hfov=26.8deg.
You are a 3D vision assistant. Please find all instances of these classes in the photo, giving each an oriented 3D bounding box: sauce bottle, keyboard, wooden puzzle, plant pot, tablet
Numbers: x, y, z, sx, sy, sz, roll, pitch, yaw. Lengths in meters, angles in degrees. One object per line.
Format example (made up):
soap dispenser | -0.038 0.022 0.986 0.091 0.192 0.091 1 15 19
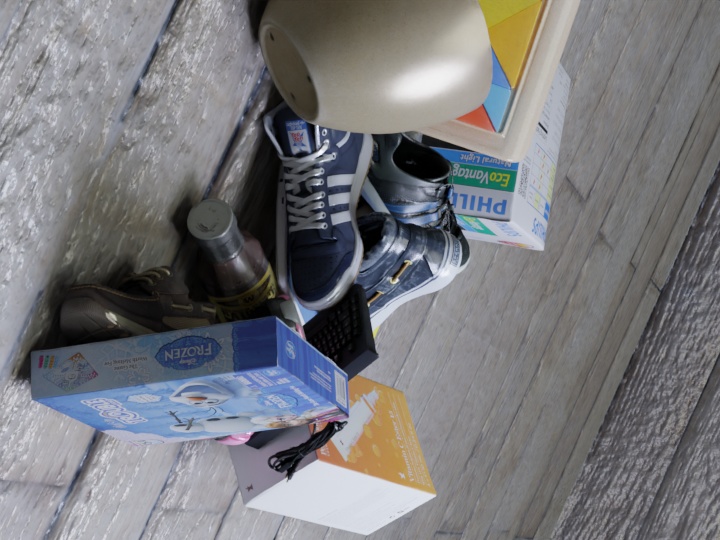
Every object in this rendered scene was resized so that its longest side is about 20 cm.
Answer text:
sauce bottle | -0.110 0.006 1.334 0.066 0.066 0.200 -59 157 -19
keyboard | -0.049 0.108 1.347 0.021 0.128 0.200 11 144 -34
wooden puzzle | 0.092 -0.214 1.422 0.037 0.199 0.186 -93 -159 -75
plant pot | -0.004 -0.191 1.243 0.134 0.200 0.201 -31 146 -19
tablet | -0.057 0.000 1.450 0.200 0.014 0.131 73 15 -61

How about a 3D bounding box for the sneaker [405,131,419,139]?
sneaker | 0.055 -0.229 1.492 0.099 0.078 0.201 -51 160 -74

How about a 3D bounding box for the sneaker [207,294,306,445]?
sneaker | -0.117 0.094 1.331 0.095 0.079 0.200 1 142 -33

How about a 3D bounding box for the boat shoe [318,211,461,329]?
boat shoe | 0.000 0.000 1.419 0.200 0.091 0.071 -32 -135 46

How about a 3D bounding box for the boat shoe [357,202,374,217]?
boat shoe | 0.026 -0.026 1.571 0.072 0.068 0.200 -46 173 13

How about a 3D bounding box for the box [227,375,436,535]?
box | -0.032 0.173 1.493 0.097 0.125 0.200 -33 147 25

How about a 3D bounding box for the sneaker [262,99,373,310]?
sneaker | -0.044 -0.072 1.329 0.109 0.070 0.201 50 41 -50

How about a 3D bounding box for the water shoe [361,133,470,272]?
water shoe | 0.061 -0.069 1.466 0.200 0.079 0.072 45 41 -32

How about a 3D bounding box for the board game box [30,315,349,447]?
board game box | -0.129 0.093 1.206 0.200 0.198 0.044 47 37 -67

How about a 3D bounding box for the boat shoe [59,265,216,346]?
boat shoe | -0.176 0.035 1.219 0.200 0.074 0.074 36 53 -64

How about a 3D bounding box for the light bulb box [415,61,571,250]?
light bulb box | 0.138 -0.140 1.621 0.198 0.124 0.201 25 75 -71

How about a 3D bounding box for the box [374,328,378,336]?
box | -0.039 0.099 1.628 0.201 0.048 0.117 -65 159 0

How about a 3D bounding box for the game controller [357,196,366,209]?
game controller | 0.008 -0.113 1.541 0.200 0.042 0.105 -36 130 -54
